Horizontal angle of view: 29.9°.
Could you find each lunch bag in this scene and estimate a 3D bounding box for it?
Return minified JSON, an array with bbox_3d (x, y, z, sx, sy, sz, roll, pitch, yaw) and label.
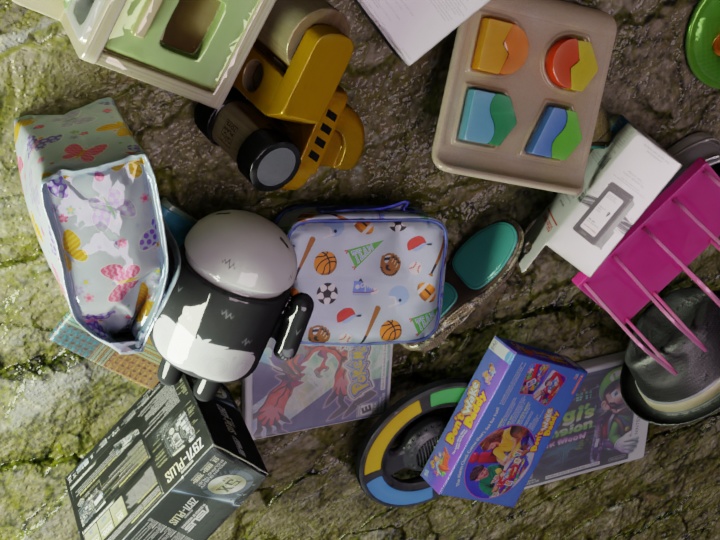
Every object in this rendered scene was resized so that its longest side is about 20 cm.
[{"bbox_3d":[-0.246,-0.041,1.285,0.127,0.170,0.200,-14,119,-17],"label":"lunch bag"},{"bbox_3d":[0.000,0.000,1.472,0.200,0.076,0.160,-2,104,-20],"label":"lunch bag"}]

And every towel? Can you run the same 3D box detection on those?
[{"bbox_3d":[-0.217,0.027,1.442,0.147,0.022,0.200,33,105,-36],"label":"towel"}]

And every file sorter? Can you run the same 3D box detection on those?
[{"bbox_3d":[0.376,0.004,1.539,0.200,0.125,0.139,-45,142,10],"label":"file sorter"}]

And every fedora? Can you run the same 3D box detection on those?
[{"bbox_3d":[0.391,0.088,1.648,0.201,0.201,0.092,-41,125,5],"label":"fedora"}]

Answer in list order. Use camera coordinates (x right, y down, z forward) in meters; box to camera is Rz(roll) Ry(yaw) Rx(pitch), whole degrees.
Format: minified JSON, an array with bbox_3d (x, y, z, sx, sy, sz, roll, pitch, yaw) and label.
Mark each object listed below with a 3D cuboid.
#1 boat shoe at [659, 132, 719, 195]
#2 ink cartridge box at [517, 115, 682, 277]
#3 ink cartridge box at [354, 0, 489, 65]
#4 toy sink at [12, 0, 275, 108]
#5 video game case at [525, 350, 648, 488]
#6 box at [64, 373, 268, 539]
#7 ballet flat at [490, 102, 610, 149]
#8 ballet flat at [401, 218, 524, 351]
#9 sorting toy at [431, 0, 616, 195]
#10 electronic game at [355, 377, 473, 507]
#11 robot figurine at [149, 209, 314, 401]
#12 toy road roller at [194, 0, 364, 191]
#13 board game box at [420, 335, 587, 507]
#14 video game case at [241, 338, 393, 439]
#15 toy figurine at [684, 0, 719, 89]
[{"bbox_3d":[0.353,-0.082,1.591,0.200,0.069,0.072,-31,128,-3],"label":"boat shoe"},{"bbox_3d":[0.264,-0.069,1.521,0.068,0.116,0.200,37,103,-7],"label":"ink cartridge box"},{"bbox_3d":[0.088,-0.308,1.327,0.200,0.050,0.109,-39,113,2],"label":"ink cartridge box"},{"bbox_3d":[-0.196,-0.249,1.214,0.200,0.112,0.130,19,111,-32],"label":"toy sink"},{"bbox_3d":[0.292,0.195,1.773,0.200,0.023,0.182,-12,124,-17],"label":"video game case"},{"bbox_3d":[-0.216,0.226,1.479,0.200,0.164,0.086,-47,127,9],"label":"box"},{"bbox_3d":[0.182,-0.160,1.476,0.200,0.071,0.071,-6,123,-20],"label":"ballet flat"},{"bbox_3d":[0.123,0.019,1.568,0.200,0.068,0.075,-47,149,16],"label":"ballet flat"},{"bbox_3d":[0.177,-0.189,1.413,0.185,0.036,0.200,8,94,-24],"label":"sorting toy"},{"bbox_3d":[0.085,0.215,1.669,0.200,0.042,0.200,-17,131,-21],"label":"electronic game"},{"bbox_3d":[-0.143,0.033,1.389,0.150,0.125,0.200,5,121,-39],"label":"robot figurine"},{"bbox_3d":[-0.057,-0.175,1.325,0.146,0.123,0.200,4,121,-43],"label":"toy road roller"},{"bbox_3d":[0.177,0.188,1.656,0.134,0.045,0.200,17,105,-39],"label":"board game box"},{"bbox_3d":[-0.048,0.099,1.560,0.182,0.023,0.200,-9,124,-18],"label":"video game case"},{"bbox_3d":[0.481,-0.253,1.466,0.150,0.184,0.200,24,108,-34],"label":"toy figurine"}]
